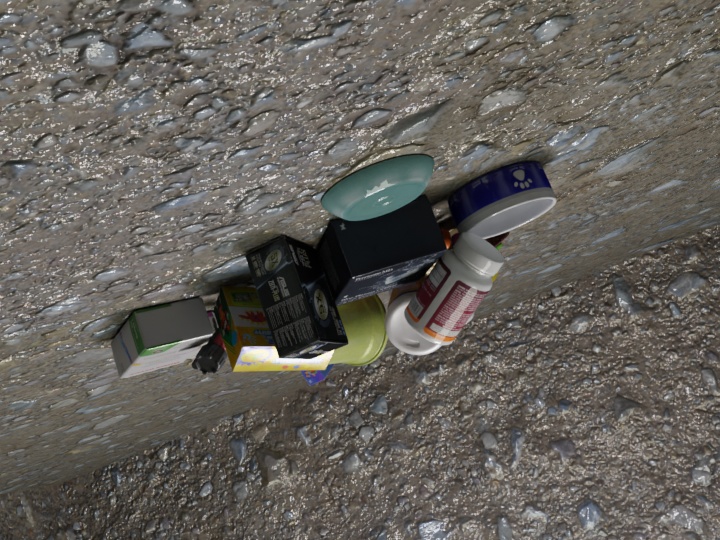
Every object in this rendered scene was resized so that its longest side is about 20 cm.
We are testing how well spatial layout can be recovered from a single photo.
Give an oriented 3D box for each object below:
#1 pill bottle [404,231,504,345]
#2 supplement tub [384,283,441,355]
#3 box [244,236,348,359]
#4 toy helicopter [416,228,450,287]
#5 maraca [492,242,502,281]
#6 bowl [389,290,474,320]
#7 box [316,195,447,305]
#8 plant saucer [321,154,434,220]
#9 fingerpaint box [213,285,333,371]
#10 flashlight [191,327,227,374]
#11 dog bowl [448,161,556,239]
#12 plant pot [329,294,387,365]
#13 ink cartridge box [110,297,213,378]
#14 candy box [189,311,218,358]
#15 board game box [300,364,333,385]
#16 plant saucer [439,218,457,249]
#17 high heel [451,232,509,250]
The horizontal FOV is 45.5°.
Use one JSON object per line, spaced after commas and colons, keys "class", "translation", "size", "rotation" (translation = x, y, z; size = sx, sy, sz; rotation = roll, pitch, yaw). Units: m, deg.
{"class": "pill bottle", "translation": [0.180, 0.034, 1.638], "size": [0.114, 0.114, 0.200], "rotation": [-2, 131, -55]}
{"class": "supplement tub", "translation": [0.133, 0.087, 1.918], "size": [0.144, 0.145, 0.200], "rotation": [-24, -166, 15]}
{"class": "box", "translation": [-0.113, 0.054, 1.566], "size": [0.086, 0.201, 0.164], "rotation": [-23, 167, 14]}
{"class": "toy helicopter", "translation": [0.128, 0.011, 1.783], "size": [0.078, 0.201, 0.132], "rotation": [6, 158, -22]}
{"class": "maraca", "translation": [0.266, -0.019, 2.010], "size": [0.136, 0.107, 0.200], "rotation": [-3, -148, 22]}
{"class": "bowl", "translation": [0.162, 0.061, 2.088], "size": [0.199, 0.201, 0.075], "rotation": [-24, 148, 16]}
{"class": "box", "translation": [0.033, -0.033, 1.628], "size": [0.196, 0.118, 0.200], "rotation": [-16, 166, -17]}
{"class": "plant saucer", "translation": [0.034, -0.128, 1.412], "size": [0.199, 0.036, 0.200], "rotation": [-19, 167, -4]}
{"class": "fingerpaint box", "translation": [-0.171, 0.115, 1.693], "size": [0.199, 0.167, 0.074], "rotation": [2, 131, -30]}
{"class": "flashlight", "translation": [-0.271, 0.136, 1.765], "size": [0.068, 0.068, 0.200], "rotation": [-58, -177, 33]}
{"class": "dog bowl", "translation": [0.275, -0.132, 1.672], "size": [0.199, 0.079, 0.200], "rotation": [-20, 168, -4]}
{"class": "plant pot", "translation": [-0.070, 0.131, 1.905], "size": [0.200, 0.201, 0.184], "rotation": [-29, 169, 36]}
{"class": "ink cartridge box", "translation": [-0.404, 0.137, 1.729], "size": [0.144, 0.084, 0.200], "rotation": [-12, 165, -34]}
{"class": "candy box", "translation": [-0.341, 0.150, 1.939], "size": [0.136, 0.061, 0.200], "rotation": [-23, 168, 12]}
{"class": "board game box", "translation": [-0.107, 0.168, 2.054], "size": [0.045, 0.135, 0.200], "rotation": [-26, -169, 23]}
{"class": "plant saucer", "translation": [0.229, -0.091, 1.893], "size": [0.199, 0.030, 0.200], "rotation": [-19, 167, -5]}
{"class": "high heel", "translation": [0.251, -0.062, 1.799], "size": [0.096, 0.068, 0.200], "rotation": [-16, -170, 21]}
